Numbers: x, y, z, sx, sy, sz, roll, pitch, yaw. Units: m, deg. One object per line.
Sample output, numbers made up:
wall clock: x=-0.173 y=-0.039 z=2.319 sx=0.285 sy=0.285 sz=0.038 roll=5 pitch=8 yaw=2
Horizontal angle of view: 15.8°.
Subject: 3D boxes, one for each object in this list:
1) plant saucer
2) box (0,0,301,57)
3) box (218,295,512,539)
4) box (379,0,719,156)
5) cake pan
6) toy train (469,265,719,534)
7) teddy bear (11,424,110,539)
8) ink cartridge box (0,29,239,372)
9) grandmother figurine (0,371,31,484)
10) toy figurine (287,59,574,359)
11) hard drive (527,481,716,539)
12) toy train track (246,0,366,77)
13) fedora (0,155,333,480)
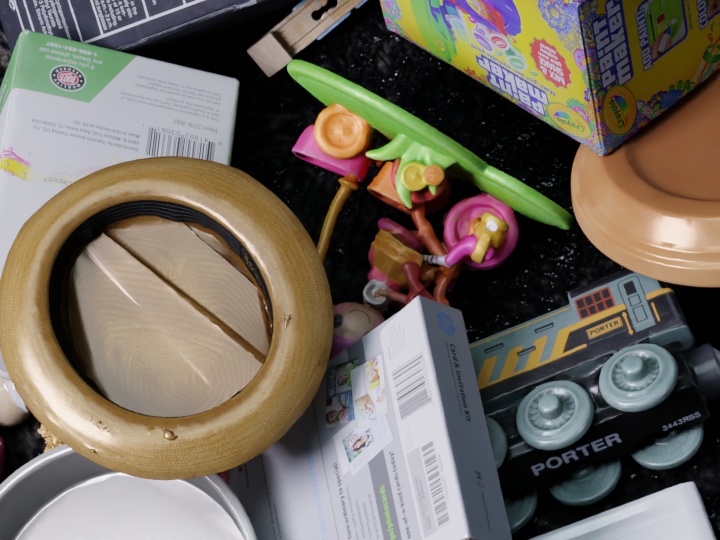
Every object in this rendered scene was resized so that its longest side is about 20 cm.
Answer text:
plant saucer: x=0.221 y=-0.070 z=1.527 sx=0.200 sy=0.037 sz=0.200 roll=-9 pitch=41 yaw=8
box: x=-0.139 y=-0.243 z=1.658 sx=0.198 sy=0.123 sz=0.200 roll=-15 pitch=93 yaw=35
box: x=-0.009 y=0.130 z=1.476 sx=0.200 sy=0.041 sz=0.156 roll=-36 pitch=51 yaw=33
box: x=0.139 y=-0.202 z=1.578 sx=0.193 sy=0.122 sz=0.200 roll=-38 pitch=48 yaw=-22
cake pan: x=-0.143 y=0.195 z=1.482 sx=0.200 sy=0.037 sz=0.201 roll=-6 pitch=70 yaw=17
toy train: x=0.113 y=0.075 z=1.499 sx=0.200 sy=0.085 sz=0.114 roll=-23 pitch=45 yaw=8
teddy bear: x=-0.177 y=0.171 z=1.551 sx=0.145 sy=0.067 sz=0.200 roll=33 pitch=77 yaw=29
ink cartridge box: x=-0.162 y=-0.031 z=1.607 sx=0.145 sy=0.088 sz=0.200 roll=12 pitch=59 yaw=-14
grandmother figurine: x=-0.270 y=0.121 z=1.621 sx=0.121 sy=0.061 sz=0.200 roll=43 pitch=78 yaw=13
toy figurine: x=0.000 y=0.000 z=1.572 sx=0.200 sy=0.150 sz=0.184 roll=29 pitch=88 yaw=5
hard drive: x=0.154 y=0.227 z=1.426 sx=0.132 sy=0.027 sz=0.200 roll=-21 pitch=56 yaw=7
toy train track: x=0.009 y=-0.195 z=1.678 sx=0.200 sy=0.033 sz=0.115 roll=-38 pitch=101 yaw=12
fedora: x=-0.109 y=0.033 z=1.486 sx=0.200 sy=0.082 sz=0.201 roll=-1 pitch=69 yaw=4
